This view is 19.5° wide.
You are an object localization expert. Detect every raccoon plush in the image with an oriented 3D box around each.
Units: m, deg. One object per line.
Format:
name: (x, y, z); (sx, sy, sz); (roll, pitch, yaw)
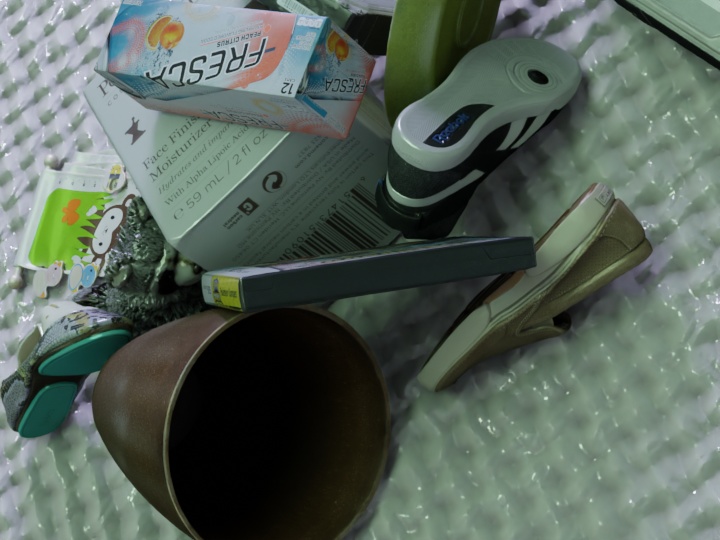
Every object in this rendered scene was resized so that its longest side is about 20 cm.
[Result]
raccoon plush: (-0.195, 0.014, 1.652); (0.199, 0.134, 0.097); (-19, 57, 29)

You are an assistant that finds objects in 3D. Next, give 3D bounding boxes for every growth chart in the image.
growth chart: (-0.218, -0.050, 1.786); (0.199, 0.018, 0.145); (-9, 64, 36)

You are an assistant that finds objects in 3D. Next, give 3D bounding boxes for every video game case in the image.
video game case: (0.000, 0.000, 1.436); (0.181, 0.199, 0.026); (-177, 79, -78)

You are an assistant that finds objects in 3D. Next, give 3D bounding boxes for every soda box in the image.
soda box: (-0.090, -0.144, 1.472); (0.199, 0.068, 0.064); (11, 74, 39)

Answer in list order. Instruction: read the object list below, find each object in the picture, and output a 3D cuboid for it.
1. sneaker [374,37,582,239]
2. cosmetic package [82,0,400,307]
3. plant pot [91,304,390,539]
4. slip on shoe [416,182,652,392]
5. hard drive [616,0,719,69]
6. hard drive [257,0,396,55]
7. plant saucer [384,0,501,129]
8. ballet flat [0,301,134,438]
sneaker: (0.076, -0.091, 1.514); (0.073, 0.200, 0.112); (39, 134, 20)
cosmetic package: (-0.076, -0.100, 1.599); (0.165, 0.165, 0.200); (-43, 48, 9)
plant pot: (-0.109, 0.107, 1.531); (0.200, 0.187, 0.188); (8, 72, 56)
slip on shoe: (0.119, 0.025, 1.456); (0.061, 0.076, 0.200); (43, 111, -2)
hard drive: (0.281, -0.198, 1.429); (0.200, 0.038, 0.140); (40, 94, 33)
hard drive: (-0.021, -0.209, 1.567); (0.139, 0.200, 0.038); (35, 106, 20)
plant saucer: (0.069, -0.193, 1.531); (0.031, 0.200, 0.201); (17, 77, 15)
ballet flat: (-0.240, 0.064, 1.659); (0.200, 0.072, 0.072); (-46, 40, 50)
